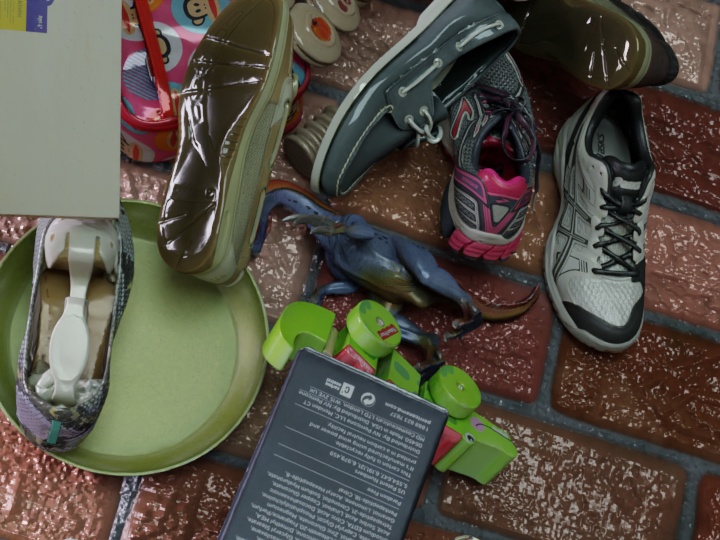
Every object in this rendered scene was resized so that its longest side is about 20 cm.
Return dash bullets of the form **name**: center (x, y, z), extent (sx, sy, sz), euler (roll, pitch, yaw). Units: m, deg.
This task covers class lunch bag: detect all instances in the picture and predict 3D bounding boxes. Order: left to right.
- **lunch bag**: center (-0.140, -0.183, 1.236), extent (0.174, 0.082, 0.202), euler (-13, 70, -13)

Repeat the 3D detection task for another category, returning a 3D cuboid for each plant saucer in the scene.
- **plant saucer**: center (-0.163, 0.048, 1.156), extent (0.198, 0.031, 0.202), euler (5, 67, -11)

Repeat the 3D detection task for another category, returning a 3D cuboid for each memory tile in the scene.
- **memory tile**: center (-0.046, -0.247, 1.246), extent (0.153, 0.017, 0.201), euler (46, 37, -15)

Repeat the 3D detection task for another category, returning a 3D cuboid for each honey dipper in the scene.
- **honey dipper**: center (0.025, -0.140, 1.272), extent (0.200, 0.038, 0.038), euler (-39, 80, -23)

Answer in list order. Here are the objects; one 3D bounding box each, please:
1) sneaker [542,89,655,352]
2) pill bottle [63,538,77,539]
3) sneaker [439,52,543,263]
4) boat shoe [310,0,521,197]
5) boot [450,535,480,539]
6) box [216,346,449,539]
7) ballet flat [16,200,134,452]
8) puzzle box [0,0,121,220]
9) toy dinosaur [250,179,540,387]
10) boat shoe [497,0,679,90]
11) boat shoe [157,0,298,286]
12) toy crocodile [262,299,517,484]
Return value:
- **sneaker**: center (0.181, -0.043, 1.240), extent (0.075, 0.088, 0.202), euler (3, 68, -13)
- **pill bottle**: center (-0.223, 0.264, 1.005), extent (0.199, 0.114, 0.115), euler (-36, 79, -24)
- **sneaker**: center (0.103, -0.100, 1.240), extent (0.080, 0.075, 0.201), euler (9, 47, -9)
- **boat shoe**: center (0.040, -0.124, 1.208), extent (0.062, 0.073, 0.200), euler (35, 74, 16)
- **boot**: center (0.036, 0.272, 1.037), extent (0.073, 0.154, 0.205), euler (14, 65, -6)
- **box**: center (-0.037, 0.178, 1.064), extent (0.106, 0.149, 0.201), euler (23, 64, -2)
- **ballet flat**: center (-0.187, 0.017, 1.110), extent (0.071, 0.072, 0.202), euler (7, 66, -9)
- **puzzle box**: center (-0.220, -0.135, 1.085), extent (0.132, 0.025, 0.202), euler (2, 87, -25)
- **toy dinosaur**: center (0.000, 0.000, 1.210), extent (0.182, 0.105, 0.199), euler (48, 31, 21)
- **boat shoe**: center (0.168, -0.186, 1.280), extent (0.066, 0.072, 0.201), euler (14, 20, -36)
- **boat shoe**: center (-0.083, -0.091, 1.153), extent (0.073, 0.063, 0.203), euler (7, 82, 34)
- **toy crocodile**: center (0.022, 0.085, 1.136), extent (0.199, 0.067, 0.062), euler (38, 31, -18)
